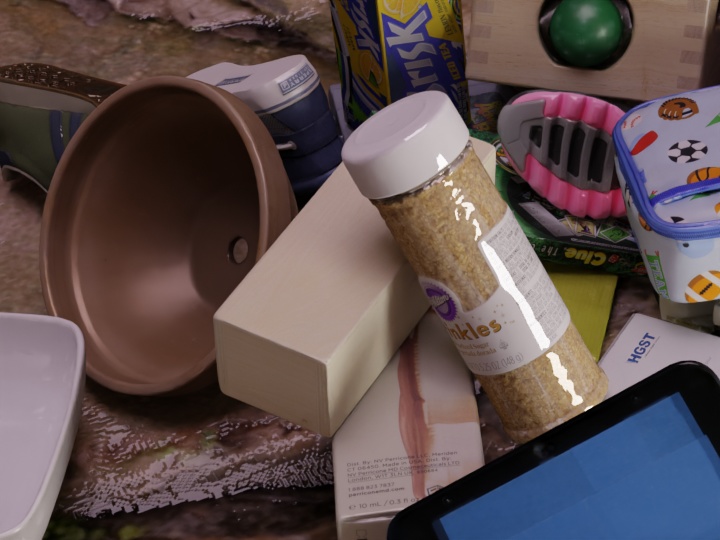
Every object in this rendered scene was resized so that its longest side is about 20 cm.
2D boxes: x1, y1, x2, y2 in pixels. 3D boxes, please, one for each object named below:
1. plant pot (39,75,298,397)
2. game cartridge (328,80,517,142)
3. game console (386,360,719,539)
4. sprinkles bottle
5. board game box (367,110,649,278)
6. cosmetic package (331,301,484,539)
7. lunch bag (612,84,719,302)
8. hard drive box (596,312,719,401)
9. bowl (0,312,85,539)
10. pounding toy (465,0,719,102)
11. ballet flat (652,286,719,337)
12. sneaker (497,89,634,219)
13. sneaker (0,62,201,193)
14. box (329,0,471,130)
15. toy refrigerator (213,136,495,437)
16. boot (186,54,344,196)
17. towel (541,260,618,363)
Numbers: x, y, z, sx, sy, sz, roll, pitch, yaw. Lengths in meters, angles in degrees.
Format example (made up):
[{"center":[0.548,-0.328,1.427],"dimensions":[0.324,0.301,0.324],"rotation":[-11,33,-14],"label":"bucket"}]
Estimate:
[{"center":[-0.105,-0.017,1.485],"dimensions":[0.201,0.202,0.093],"rotation":[33,13,38],"label":"plant pot"},{"center":[0.057,-0.076,1.605],"dimensions":[0.132,0.041,0.200],"rotation":[-8,40,-7],"label":"game cartridge"},{"center":[0.131,0.176,1.183],"dimensions":[0.199,0.118,0.171],"rotation":[-30,39,15],"label":"game console"},{"center":[0.065,0.000,1.290],"dimensions":[0.068,0.200,0.068],"rotation":[-27,21,11],"label":"sprinkles bottle"},{"center":[0.104,-0.048,1.511],"dimensions":[0.199,0.024,0.105],"rotation":[9,43,-18],"label":"board game box"},{"center":[0.027,0.101,1.352],"dimensions":[0.087,0.104,0.201],"rotation":[-7,42,1],"label":"cosmetic package"},{"center":[0.256,-0.053,1.377],"dimensions":[0.199,0.076,0.160],"rotation":[-12,32,0],"label":"lunch bag"},{"center":[0.212,0.122,1.317],"dimensions":[0.199,0.077,0.156],"rotation":[18,46,26],"label":"hard drive box"},{"center":[-0.265,0.115,1.402],"dimensions":[0.199,0.075,0.200],"rotation":[0,42,9],"label":"bowl"},{"center":[0.176,-0.188,1.549],"dimensions":[0.183,0.143,0.200],"rotation":[8,9,13],"label":"pounding toy"},{"center":[0.226,0.015,1.402],"dimensions":[0.068,0.068,0.200],"rotation":[-5,10,-34],"label":"ballet flat"},{"center":[0.178,-0.078,1.523],"dimensions":[0.199,0.079,0.095],"rotation":[15,21,-15],"label":"sneaker"},{"center":[-0.177,-0.079,1.607],"dimensions":[0.200,0.090,0.067],"rotation":[18,25,31],"label":"sneaker"},{"center":[0.023,-0.176,1.545],"dimensions":[0.070,0.201,0.064],"rotation":[-28,45,-22],"label":"box"},{"center":[0.000,0.000,1.345],"dimensions":[0.076,0.070,0.200],"rotation":[20,49,21],"label":"toy refrigerator"},{"center":[-0.081,-0.092,1.624],"dimensions":[0.073,0.091,0.200],"rotation":[-35,18,-25],"label":"boot"},{"center":[0.062,0.005,1.489],"dimensions":[0.199,0.018,0.086],"rotation":[16,49,4],"label":"towel"}]
